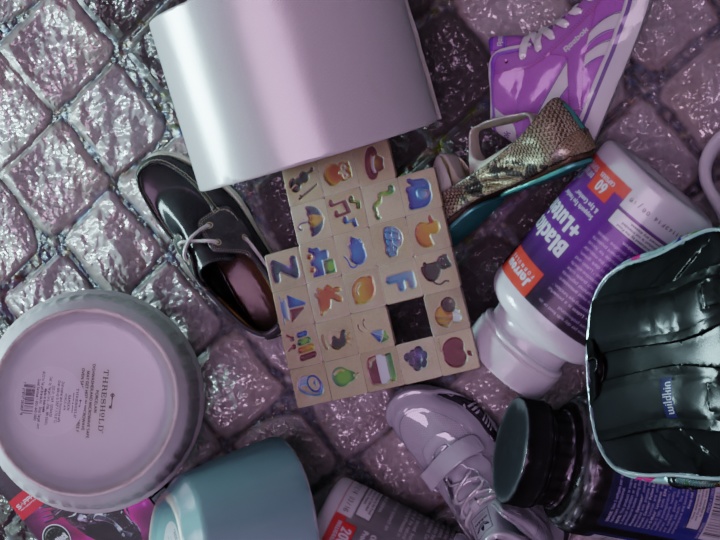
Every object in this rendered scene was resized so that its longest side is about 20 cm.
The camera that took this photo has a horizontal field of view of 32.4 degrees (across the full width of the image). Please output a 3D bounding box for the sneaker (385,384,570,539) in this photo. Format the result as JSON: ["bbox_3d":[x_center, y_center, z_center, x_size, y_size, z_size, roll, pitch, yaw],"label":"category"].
[{"bbox_3d":[0.095,0.182,1.051,0.200,0.115,0.075,42,110,2],"label":"sneaker"}]

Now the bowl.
[{"bbox_3d":[-0.117,0.246,1.056,0.104,0.201,0.202,0,103,-24],"label":"bowl"}]

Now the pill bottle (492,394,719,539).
[{"bbox_3d":[0.213,0.162,0.998,0.199,0.112,0.113,12,103,-10],"label":"pill bottle"}]

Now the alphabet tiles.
[{"bbox_3d":[0.000,0.000,1.030,0.166,0.008,0.201,-14,85,21],"label":"alphabet tiles"}]

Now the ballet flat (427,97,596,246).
[{"bbox_3d":[0.103,-0.079,1.014,0.200,0.068,0.076,-33,80,40],"label":"ballet flat"}]

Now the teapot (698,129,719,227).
[{"bbox_3d":[0.380,-0.040,0.934,0.199,0.197,0.147,33,74,-14],"label":"teapot"}]

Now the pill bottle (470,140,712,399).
[{"bbox_3d":[0.178,0.004,1.004,0.111,0.111,0.200,39,105,3],"label":"pill bottle"}]

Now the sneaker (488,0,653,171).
[{"bbox_3d":[0.165,-0.191,0.993,0.114,0.073,0.201,25,105,10],"label":"sneaker"}]

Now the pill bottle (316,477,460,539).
[{"bbox_3d":[0.048,0.273,1.081,0.199,0.114,0.114,25,104,7],"label":"pill bottle"}]

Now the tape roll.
[{"bbox_3d":[-0.052,-0.156,0.979,0.201,0.203,0.140,-16,97,15],"label":"tape roll"}]

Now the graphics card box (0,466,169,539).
[{"bbox_3d":[-0.249,0.220,1.170,0.125,0.051,0.200,-37,92,15],"label":"graphics card box"}]

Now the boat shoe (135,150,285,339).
[{"bbox_3d":[-0.128,-0.024,1.091,0.072,0.068,0.200,-39,89,18],"label":"boat shoe"}]

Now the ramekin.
[{"bbox_3d":[-0.235,0.114,1.082,0.199,0.105,0.202,1,85,-7],"label":"ramekin"}]

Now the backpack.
[{"bbox_3d":[0.249,0.066,0.876,0.150,0.200,0.179,5,77,-27],"label":"backpack"}]
